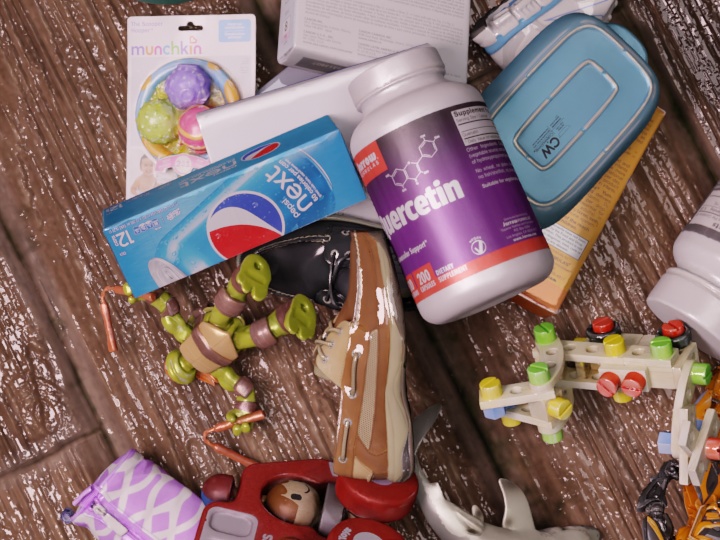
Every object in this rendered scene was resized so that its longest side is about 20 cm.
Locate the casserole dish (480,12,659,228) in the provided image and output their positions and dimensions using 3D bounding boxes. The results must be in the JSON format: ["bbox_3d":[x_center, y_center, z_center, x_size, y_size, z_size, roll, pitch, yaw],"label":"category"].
[{"bbox_3d":[0.164,-0.125,1.273,0.121,0.039,0.200,43,84,-3],"label":"casserole dish"}]

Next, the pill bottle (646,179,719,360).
[{"bbox_3d":[0.336,-0.027,1.304,0.113,0.113,0.200,37,85,1],"label":"pill bottle"}]

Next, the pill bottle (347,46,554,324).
[{"bbox_3d":[0.063,-0.066,1.203,0.112,0.112,0.200,-23,83,-5],"label":"pill bottle"}]

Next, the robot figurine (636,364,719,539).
[{"bbox_3d":[0.311,0.178,1.282,0.145,0.058,0.200,25,59,0],"label":"robot figurine"}]

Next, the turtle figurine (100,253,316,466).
[{"bbox_3d":[-0.109,0.062,1.278,0.161,0.064,0.200,-34,98,36],"label":"turtle figurine"}]

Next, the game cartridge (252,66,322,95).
[{"bbox_3d":[-0.015,-0.085,1.332,0.133,0.041,0.200,-39,87,-9],"label":"game cartridge"}]

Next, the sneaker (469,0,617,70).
[{"bbox_3d":[0.194,-0.230,1.347,0.200,0.075,0.087,-37,104,-4],"label":"sneaker"}]

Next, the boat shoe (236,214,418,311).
[{"bbox_3d":[0.000,0.002,1.265,0.199,0.066,0.075,7,112,-10],"label":"boat shoe"}]

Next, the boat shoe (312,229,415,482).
[{"bbox_3d":[0.000,0.069,1.205,0.074,0.076,0.200,-4,94,0],"label":"boat shoe"}]

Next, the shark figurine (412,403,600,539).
[{"bbox_3d":[0.086,0.217,1.291,0.214,0.090,0.128,35,50,-7],"label":"shark figurine"}]

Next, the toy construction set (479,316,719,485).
[{"bbox_3d":[0.208,0.098,1.268,0.200,0.131,0.092,16,127,23],"label":"toy construction set"}]

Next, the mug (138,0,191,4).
[{"bbox_3d":[-0.153,-0.313,1.306,0.185,0.114,0.152,-10,85,-3],"label":"mug"}]

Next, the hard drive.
[{"bbox_3d":[-0.021,-0.095,1.283,0.200,0.025,0.132,-17,107,-4],"label":"hard drive"}]

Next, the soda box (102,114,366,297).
[{"bbox_3d":[-0.101,-0.052,1.232,0.200,0.068,0.064,-24,108,-2],"label":"soda box"}]

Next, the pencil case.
[{"bbox_3d":[-0.144,0.231,1.270,0.200,0.085,0.084,38,94,0],"label":"pencil case"}]

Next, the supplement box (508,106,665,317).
[{"bbox_3d":[0.182,-0.061,1.323,0.069,0.067,0.200,28,85,0],"label":"supplement box"}]

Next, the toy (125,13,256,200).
[{"bbox_3d":[-0.148,-0.115,1.302,0.115,0.047,0.200,1,95,12],"label":"toy"}]

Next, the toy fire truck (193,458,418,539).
[{"bbox_3d":[-0.050,0.215,1.230,0.168,0.200,0.112,15,122,-3],"label":"toy fire truck"}]

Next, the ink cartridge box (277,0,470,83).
[{"bbox_3d":[0.017,-0.258,1.324,0.162,0.057,0.200,9,72,-22],"label":"ink cartridge box"}]
